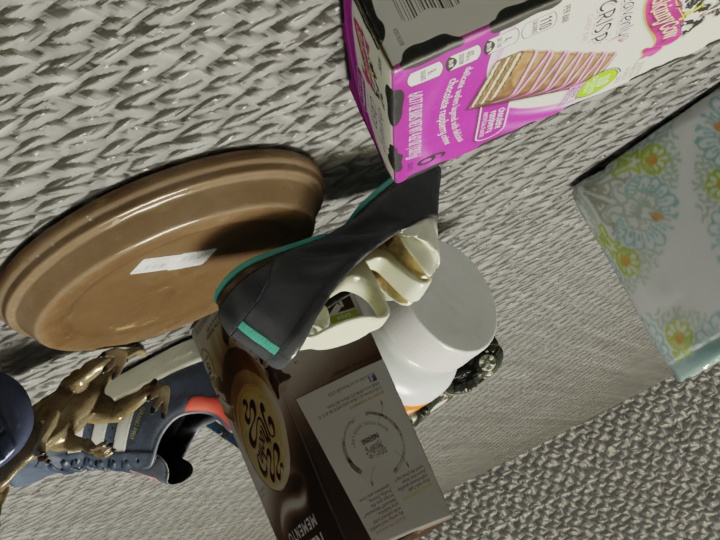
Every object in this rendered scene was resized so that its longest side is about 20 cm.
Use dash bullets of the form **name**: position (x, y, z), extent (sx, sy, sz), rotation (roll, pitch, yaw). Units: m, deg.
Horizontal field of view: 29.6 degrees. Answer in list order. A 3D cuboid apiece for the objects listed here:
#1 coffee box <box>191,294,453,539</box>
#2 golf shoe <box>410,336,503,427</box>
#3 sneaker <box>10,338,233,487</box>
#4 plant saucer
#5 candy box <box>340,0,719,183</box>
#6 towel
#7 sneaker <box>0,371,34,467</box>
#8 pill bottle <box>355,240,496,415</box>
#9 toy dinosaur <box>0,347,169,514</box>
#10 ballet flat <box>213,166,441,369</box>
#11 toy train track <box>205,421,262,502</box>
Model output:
- **coffee box**: position (-0.030, 0.099, 0.906), extent (0.079, 0.202, 0.113), rotation (-17, 163, -28)
- **golf shoe**: position (0.050, 0.120, 1.358), extent (0.198, 0.078, 0.088), rotation (-24, 172, -3)
- **sneaker**: position (-0.173, 0.128, 0.997), extent (0.199, 0.085, 0.075), rotation (-29, 165, 13)
- **plant saucer**: position (-0.108, -0.005, 0.768), extent (0.198, 0.030, 0.200), rotation (-23, 164, -7)
- **candy box**: position (0.092, -0.124, 0.623), extent (0.198, 0.062, 0.137), rotation (-25, 165, -4)
- **towel**: position (0.273, -0.037, 0.996), extent (0.199, 0.173, 0.048), rotation (-35, 164, 30)
- **sneaker**: position (-0.273, 0.111, 0.816), extent (0.198, 0.075, 0.082), rotation (-24, 172, 16)
- **pill bottle**: position (0.005, 0.064, 1.023), extent (0.109, 0.111, 0.200), rotation (-10, 159, -45)
- **toy dinosaur**: position (-0.173, 0.079, 0.855), extent (0.100, 0.059, 0.200), rotation (-16, -158, 35)
- **ballet flat**: position (0.000, 0.000, 0.785), extent (0.199, 0.073, 0.073), rotation (-32, 174, -45)
- **toy train track**: position (-0.086, 0.151, 1.042), extent (0.033, 0.199, 0.115), rotation (-57, 141, -7)
